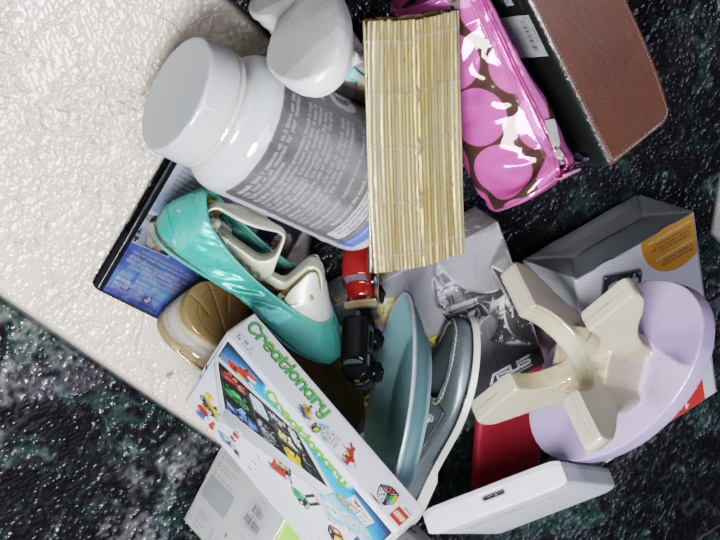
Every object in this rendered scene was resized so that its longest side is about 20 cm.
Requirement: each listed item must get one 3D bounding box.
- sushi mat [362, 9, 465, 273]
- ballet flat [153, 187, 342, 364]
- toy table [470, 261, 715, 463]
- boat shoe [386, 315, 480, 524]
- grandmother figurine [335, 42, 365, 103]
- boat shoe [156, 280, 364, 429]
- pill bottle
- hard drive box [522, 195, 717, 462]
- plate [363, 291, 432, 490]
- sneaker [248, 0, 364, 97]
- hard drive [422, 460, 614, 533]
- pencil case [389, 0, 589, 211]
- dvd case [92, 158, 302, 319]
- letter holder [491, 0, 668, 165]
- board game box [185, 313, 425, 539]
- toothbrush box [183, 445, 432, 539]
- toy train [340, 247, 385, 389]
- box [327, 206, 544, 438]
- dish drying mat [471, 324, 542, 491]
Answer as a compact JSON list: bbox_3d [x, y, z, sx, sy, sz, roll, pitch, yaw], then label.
[{"bbox_3d":[0.042,-0.101,1.279,0.096,0.012,0.200,-11,105,-38],"label":"sushi mat"},{"bbox_3d":[-0.072,0.003,1.313,0.200,0.067,0.070,38,121,-22],"label":"ballet flat"},{"bbox_3d":[0.191,0.081,1.381,0.117,0.184,0.200,15,120,-43],"label":"toy table"},{"bbox_3d":[0.050,0.127,1.417,0.062,0.073,0.200,16,108,-14],"label":"boat shoe"},{"bbox_3d":[0.053,-0.143,1.393,0.200,0.061,0.121,20,85,-35],"label":"grandmother figurine"},{"bbox_3d":[-0.084,0.077,1.371,0.200,0.069,0.074,38,54,-26],"label":"boat shoe"},{"bbox_3d":[-0.064,-0.100,1.287,0.200,0.114,0.114,24,95,-34],"label":"pill bottle"},{"bbox_3d":[0.248,0.053,1.548,0.156,0.077,0.200,-29,121,-27],"label":"hard drive box"},{"bbox_3d":[0.031,0.117,1.331,0.026,0.200,0.200,9,104,-8],"label":"plate"},{"bbox_3d":[-0.025,-0.170,1.250,0.075,0.200,0.088,-41,117,10],"label":"sneaker"},{"bbox_3d":[0.149,0.209,1.492,0.132,0.027,0.200,-24,164,16],"label":"hard drive"},{"bbox_3d":[0.104,-0.153,1.339,0.091,0.094,0.200,-35,102,-23],"label":"pencil case"},{"bbox_3d":[-0.115,-0.044,1.359,0.143,0.018,0.200,29,93,-33],"label":"dvd case"},{"bbox_3d":[0.189,-0.210,1.389,0.142,0.101,0.200,-37,109,-22],"label":"letter holder"},{"bbox_3d":[-0.048,0.142,1.270,0.035,0.126,0.200,-35,80,-34],"label":"board game box"},{"bbox_3d":[-0.032,0.240,1.433,0.200,0.146,0.086,27,93,-33],"label":"toothbrush box"},{"bbox_3d":[0.000,0.000,1.373,0.046,0.034,0.200,39,48,-60],"label":"toy train"},{"bbox_3d":[0.051,0.057,1.458,0.200,0.048,0.159,-27,119,-12],"label":"box"},{"bbox_3d":[0.144,0.116,1.560,0.077,0.018,0.200,-8,112,-27],"label":"dish drying mat"}]
